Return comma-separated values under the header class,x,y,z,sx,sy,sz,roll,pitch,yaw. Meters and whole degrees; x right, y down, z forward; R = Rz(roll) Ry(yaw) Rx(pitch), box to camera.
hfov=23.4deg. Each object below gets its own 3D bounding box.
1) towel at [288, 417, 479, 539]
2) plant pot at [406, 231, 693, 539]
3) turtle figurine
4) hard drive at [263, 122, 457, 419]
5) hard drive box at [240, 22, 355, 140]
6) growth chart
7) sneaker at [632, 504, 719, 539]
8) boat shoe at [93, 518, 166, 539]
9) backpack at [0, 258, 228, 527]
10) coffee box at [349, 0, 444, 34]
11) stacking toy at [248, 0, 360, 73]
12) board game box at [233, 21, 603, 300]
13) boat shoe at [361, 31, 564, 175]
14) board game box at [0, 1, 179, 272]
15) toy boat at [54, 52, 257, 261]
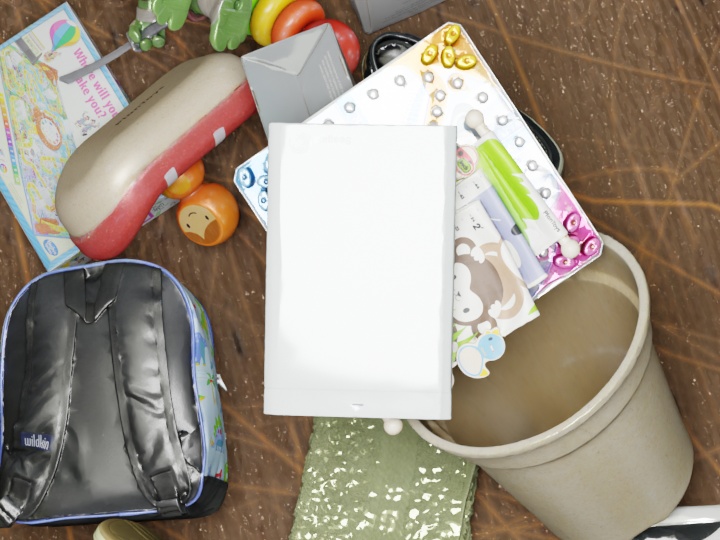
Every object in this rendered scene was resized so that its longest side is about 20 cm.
class,x,y,z,sx,sy,sz,roll,pitch,yaw
towel,0.024,0.165,1.390,0.147,0.037,0.202,6,72,10
plant pot,0.156,0.103,1.300,0.199,0.184,0.202,-21,42,20
turtle figurine,-0.194,-0.209,1.400,0.193,0.144,0.200,26,64,41
hard drive,0.000,0.000,1.206,0.130,0.026,0.202,1,93,4
hard drive box,-0.019,-0.081,1.374,0.076,0.200,0.157,-20,75,3
growth chart,0.056,0.007,1.224,0.200,0.018,0.145,-43,88,5
sneaker,0.285,0.235,1.335,0.198,0.073,0.113,-5,80,15
boat shoe,-0.153,0.241,1.323,0.073,0.201,0.063,34,85,24
backpack,-0.196,0.100,1.386,0.181,0.147,0.202,-5,81,8
coffee box,0.044,-0.351,1.424,0.198,0.200,0.199,-24,75,2
stacking toy,-0.079,-0.221,1.459,0.200,0.085,0.085,42,86,22
board game box,0.041,-0.042,1.245,0.199,0.026,0.201,-34,89,2
boat shoe,0.082,-0.131,1.443,0.200,0.062,0.075,39,83,12
board game box,-0.256,-0.112,1.499,0.134,0.034,0.201,-32,75,0
toy boat,-0.148,-0.075,1.411,0.200,0.130,0.131,-43,108,-20
